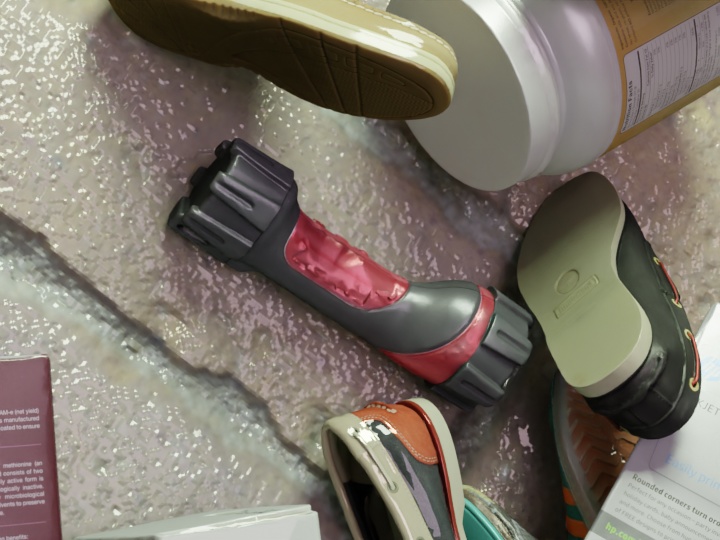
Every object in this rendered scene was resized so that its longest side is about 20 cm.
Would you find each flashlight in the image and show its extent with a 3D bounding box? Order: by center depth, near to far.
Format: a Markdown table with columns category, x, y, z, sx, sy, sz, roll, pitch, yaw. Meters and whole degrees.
| category | x | y | z | sx | sy | sz | roll | pitch | yaw |
| --- | --- | --- | --- | --- | --- | --- | --- | --- | --- |
| flashlight | 0.000 | 0.000 | 1.000 | 0.200 | 0.068 | 0.068 | 35 | 69 | -19 |

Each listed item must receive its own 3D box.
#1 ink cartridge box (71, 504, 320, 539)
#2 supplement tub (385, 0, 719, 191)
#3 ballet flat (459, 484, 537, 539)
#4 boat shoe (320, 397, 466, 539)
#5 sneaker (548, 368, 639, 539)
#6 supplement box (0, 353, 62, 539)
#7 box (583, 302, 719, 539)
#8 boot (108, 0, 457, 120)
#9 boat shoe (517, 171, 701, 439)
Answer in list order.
| category | x | y | z | sx | sy | sz | roll | pitch | yaw |
| --- | --- | --- | --- | --- | --- | --- | --- | --- | --- |
| ink cartridge box | -0.071 | 0.218 | 0.886 | 0.082 | 0.146 | 0.201 | -5 | 84 | -25 |
| supplement tub | 0.126 | -0.142 | 1.043 | 0.200 | 0.145 | 0.145 | -30 | 96 | -27 |
| ballet flat | 0.103 | 0.205 | 1.004 | 0.072 | 0.072 | 0.201 | -15 | 62 | -28 |
| boat shoe | 0.030 | 0.167 | 0.985 | 0.062 | 0.071 | 0.201 | -9 | 82 | -39 |
| sneaker | 0.141 | 0.145 | 1.054 | 0.071 | 0.080 | 0.201 | -2 | 62 | -22 |
| supplement box | -0.200 | 0.144 | 0.881 | 0.108 | 0.061 | 0.201 | -1 | 83 | -28 |
| box | 0.209 | 0.137 | 0.975 | 0.155 | 0.041 | 0.200 | 28 | 68 | 10 |
| boot | -0.016 | -0.169 | 0.973 | 0.199 | 0.072 | 0.155 | 20 | 64 | 22 |
| boat shoe | 0.136 | 0.017 | 1.024 | 0.074 | 0.202 | 0.063 | -40 | 118 | 19 |
